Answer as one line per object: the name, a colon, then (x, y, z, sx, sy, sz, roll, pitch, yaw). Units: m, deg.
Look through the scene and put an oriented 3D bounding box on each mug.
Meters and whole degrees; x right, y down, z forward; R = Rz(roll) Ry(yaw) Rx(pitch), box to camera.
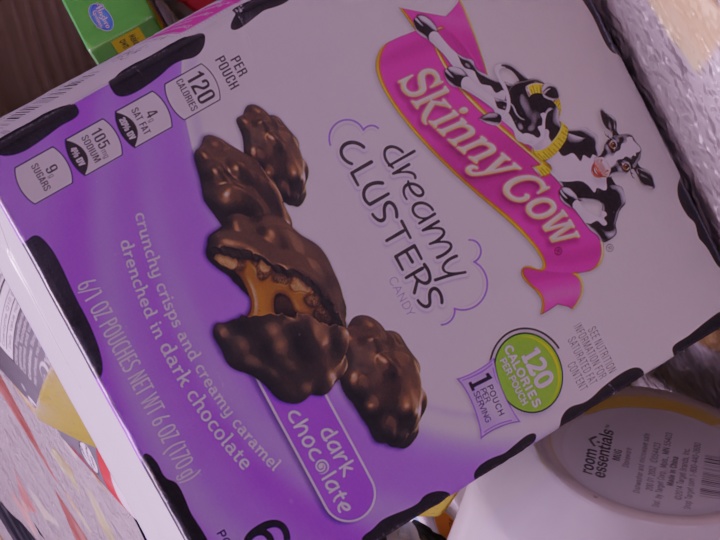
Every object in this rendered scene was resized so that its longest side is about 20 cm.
mug: (0.075, 0.116, 1.022, 0.187, 0.149, 0.153, 41, 133, 42)

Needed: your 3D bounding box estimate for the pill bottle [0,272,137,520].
pill bottle: (-0.097, 0.019, 1.262, 0.200, 0.116, 0.116, 42, 158, 45)

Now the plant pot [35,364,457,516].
plant pot: (-0.003, 0.009, 1.066, 0.142, 0.200, 0.200, 34, 163, 3)

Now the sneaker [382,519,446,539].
sneaker: (0.003, 0.178, 1.124, 0.200, 0.077, 0.085, -78, 11, -57)

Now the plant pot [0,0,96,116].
plant pot: (-0.147, -0.116, 1.392, 0.201, 0.093, 0.201, -16, -90, -86)

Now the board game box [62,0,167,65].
board game box: (-0.099, -0.110, 1.152, 0.135, 0.029, 0.200, 61, 179, 18)

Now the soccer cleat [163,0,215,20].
soccer cleat: (-0.032, -0.084, 1.204, 0.200, 0.067, 0.076, 58, -172, 0)

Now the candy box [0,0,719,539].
candy box: (-0.004, -0.012, 0.939, 0.168, 0.200, 0.072, 62, 165, -10)

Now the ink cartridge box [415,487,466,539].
ink cartridge box: (0.078, 0.122, 1.200, 0.200, 0.068, 0.115, 55, 166, 20)
